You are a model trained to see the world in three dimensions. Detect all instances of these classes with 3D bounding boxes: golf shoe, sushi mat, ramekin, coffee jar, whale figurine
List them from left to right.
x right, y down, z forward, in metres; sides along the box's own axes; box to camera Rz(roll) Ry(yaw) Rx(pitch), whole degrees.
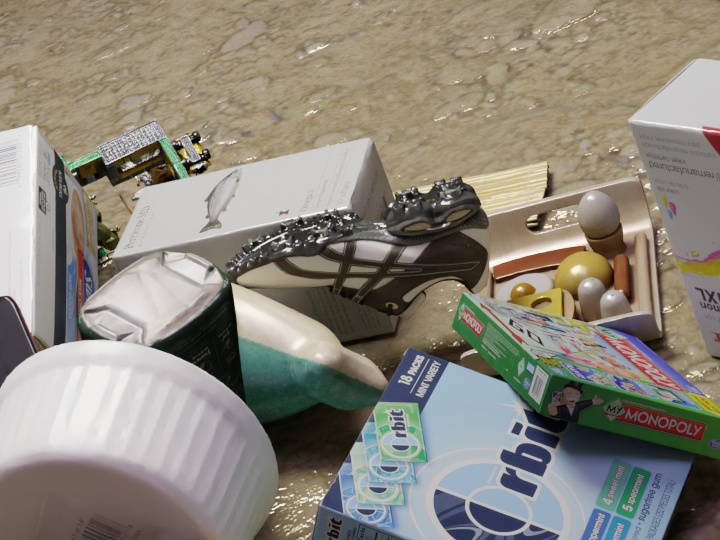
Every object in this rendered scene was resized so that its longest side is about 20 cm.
[{"bbox_3d":[-0.161,0.152,1.636,0.199,0.201,0.098,-8,37,22],"label":"ramekin"},{"bbox_3d":[-0.127,0.092,1.713,0.085,0.201,0.104,26,50,35],"label":"coffee jar"},{"bbox_3d":[-0.072,0.074,1.802,0.200,0.159,0.104,19,84,46],"label":"whale figurine"},{"bbox_3d":[0.000,0.000,1.824,0.199,0.095,0.078,-13,17,11],"label":"golf shoe"},{"bbox_3d":[0.058,-0.046,2.040,0.199,0.012,0.096,-10,27,18],"label":"sushi mat"}]

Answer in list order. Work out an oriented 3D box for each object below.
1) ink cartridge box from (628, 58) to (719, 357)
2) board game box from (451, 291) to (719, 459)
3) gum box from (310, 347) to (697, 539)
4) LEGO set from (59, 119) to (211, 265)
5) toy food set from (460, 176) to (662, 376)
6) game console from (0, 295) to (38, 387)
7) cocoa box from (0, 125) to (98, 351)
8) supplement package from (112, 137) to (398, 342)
[{"bbox_3d":[0.282,-0.031,1.658,0.145,0.201,0.083,12,44,47],"label":"ink cartridge box"},{"bbox_3d":[0.151,0.067,1.642,0.134,0.029,0.200,14,11,-18],"label":"board game box"},{"bbox_3d":[0.091,0.143,1.544,0.199,0.045,0.170,20,39,9],"label":"gum box"},{"bbox_3d":[-0.208,-0.029,2.127,0.200,0.116,0.154,-32,59,-13],"label":"LEGO set"},{"bbox_3d":[0.145,0.002,1.842,0.143,0.061,0.200,-14,28,12],"label":"toy food set"},{"bbox_3d":[-0.308,0.133,1.816,0.199,0.031,0.177,-30,65,3],"label":"game console"},{"bbox_3d":[-0.289,0.012,1.963,0.133,0.131,0.201,-13,56,13],"label":"cocoa box"},{"bbox_3d":[-0.074,-0.010,1.951,0.199,0.118,0.117,-12,29,17],"label":"supplement package"}]
